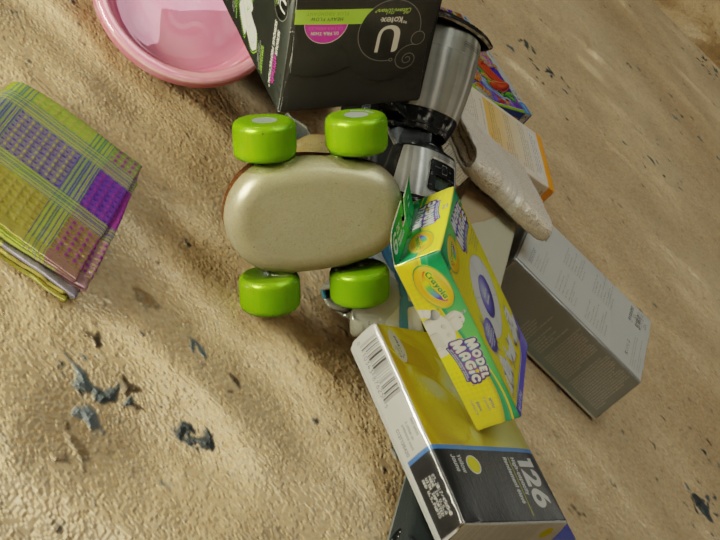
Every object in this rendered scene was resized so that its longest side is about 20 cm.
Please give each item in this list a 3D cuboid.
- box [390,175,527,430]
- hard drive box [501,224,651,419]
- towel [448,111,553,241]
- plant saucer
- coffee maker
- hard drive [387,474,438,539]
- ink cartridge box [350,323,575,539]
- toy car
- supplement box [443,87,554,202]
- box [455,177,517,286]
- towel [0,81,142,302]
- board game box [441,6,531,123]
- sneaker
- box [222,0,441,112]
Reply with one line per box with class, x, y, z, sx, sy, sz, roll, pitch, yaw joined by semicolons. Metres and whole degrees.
box;0.085;0.021;1.063;0.201;0.048;0.118;60;23;-23
hard drive box;0.236;0.046;1.431;0.200;0.077;0.156;45;29;-4
towel;0.154;-0.116;1.402;0.132;0.034;0.201;39;17;-21
plant saucer;-0.174;-0.274;1.239;0.198;0.051;0.204;7;73;-23
coffee maker;0.035;-0.158;1.303;0.133;0.191;0.203;17;83;-27
hard drive;0.095;0.220;1.071;0.139;0.033;0.201;41;30;-10
ink cartridge box;0.103;0.146;1.096;0.198;0.047;0.199;9;45;-45
toy car;-0.054;-0.073;1.125;0.155;0.167;0.200;-4;20;-10
supplement box;0.145;-0.162;1.575;0.199;0.073;0.127;32;32;-25
box;0.099;-0.007;1.301;0.078;0.095;0.201;41;28;-8
towel;-0.255;-0.070;0.983;0.143;0.023;0.201;37;30;-16
board game box;0.147;-0.291;1.768;0.134;0.045;0.202;5;49;-50
sneaker;0.000;0.000;1.190;0.085;0.076;0.201;-11;29;-7
box;-0.032;-0.260;1.149;0.146;0.125;0.201;-7;46;-21
